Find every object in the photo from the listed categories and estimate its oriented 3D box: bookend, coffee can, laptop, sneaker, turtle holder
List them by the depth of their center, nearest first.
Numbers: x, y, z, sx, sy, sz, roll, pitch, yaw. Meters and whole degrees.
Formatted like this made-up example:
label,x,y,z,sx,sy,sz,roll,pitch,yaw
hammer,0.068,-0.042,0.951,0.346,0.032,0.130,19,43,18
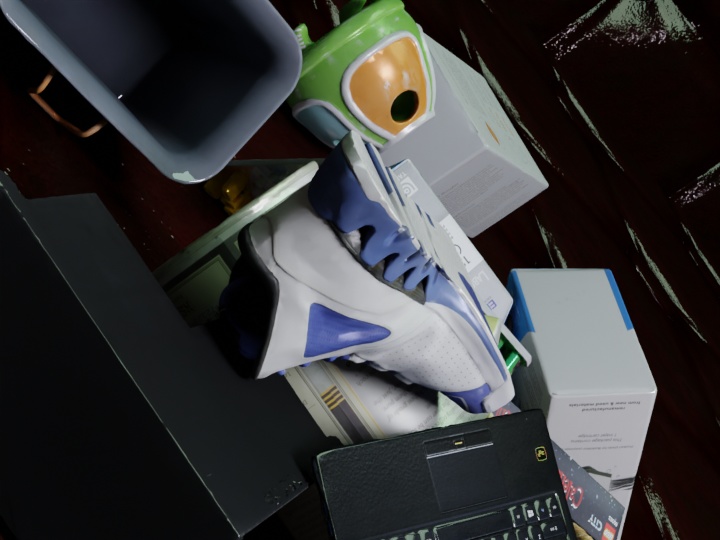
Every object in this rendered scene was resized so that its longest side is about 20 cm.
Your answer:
label,x,y,z,sx,sy,sz,roll,pitch,yaw
bookend,-0.118,0.053,0.870,0.200,0.092,0.199,55,14,4
laptop,0.092,0.166,0.879,0.177,0.103,0.200,-5,77,-45
sneaker,-0.007,0.016,0.910,0.199,0.115,0.081,50,16,-49
coffee can,-0.027,0.058,1.023,0.200,0.146,0.146,55,16,-2
turtle holder,-0.010,-0.165,1.590,0.132,0.185,0.141,54,48,-3

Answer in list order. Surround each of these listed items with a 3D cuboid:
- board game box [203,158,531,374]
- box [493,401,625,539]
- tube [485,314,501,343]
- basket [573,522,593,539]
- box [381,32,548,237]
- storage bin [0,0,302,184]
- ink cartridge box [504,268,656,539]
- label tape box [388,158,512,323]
label,x,y,z,sx,sy,sz,roll,pitch,yaw
board game box,0.000,0.000,1.240,0.200,0.026,0.200,48,-21,-24
box,0.069,0.130,1.190,0.200,0.136,0.038,43,55,-38
tube,-0.009,0.032,1.157,0.058,0.200,0.052,90,17,-60
basket,0.076,0.201,1.047,0.149,0.143,0.200,54,16,-6
box,0.088,-0.137,1.830,0.152,0.106,0.200,62,17,20
storage bin,-0.161,-0.162,1.133,0.200,0.146,0.134,46,-8,-34
ink cartridge box,0.151,0.119,1.340,0.146,0.084,0.200,-103,-166,-50
label tape box,0.049,0.020,1.353,0.200,0.066,0.143,51,-19,-8
